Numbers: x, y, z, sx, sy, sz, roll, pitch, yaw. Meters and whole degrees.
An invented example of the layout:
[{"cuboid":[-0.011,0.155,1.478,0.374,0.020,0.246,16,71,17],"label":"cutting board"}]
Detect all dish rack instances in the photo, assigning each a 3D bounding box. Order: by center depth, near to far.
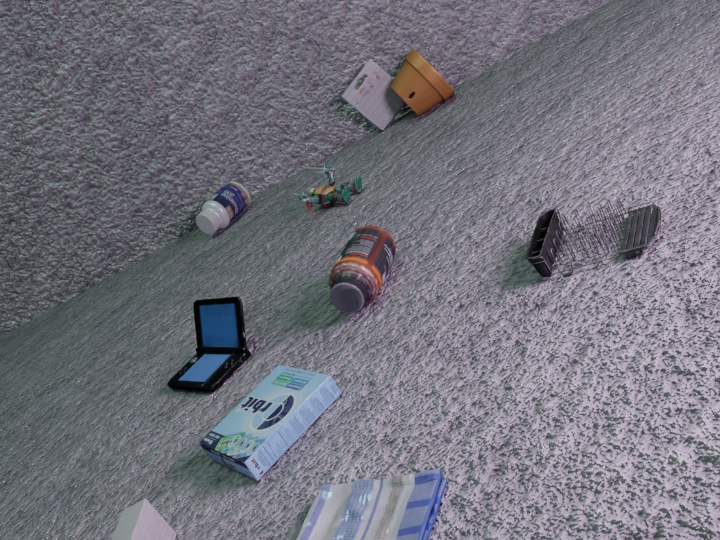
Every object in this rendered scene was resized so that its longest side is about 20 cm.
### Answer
[{"cuboid":[0.375,-0.062,1.211,0.199,0.055,0.154,-17,27,34],"label":"dish rack"}]

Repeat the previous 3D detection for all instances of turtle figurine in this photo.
[{"cuboid":[-0.100,-0.233,2.179,0.199,0.101,0.150,5,54,34],"label":"turtle figurine"}]

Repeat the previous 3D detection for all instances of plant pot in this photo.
[{"cuboid":[0.193,-0.609,2.500,0.140,0.200,0.200,-45,19,12],"label":"plant pot"}]

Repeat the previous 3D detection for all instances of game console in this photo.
[{"cuboid":[-0.335,0.158,1.618,0.199,0.117,0.176,-7,32,49],"label":"game console"}]

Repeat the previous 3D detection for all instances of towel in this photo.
[{"cuboid":[0.004,0.314,0.939,0.199,0.024,0.147,-17,26,33],"label":"towel"}]

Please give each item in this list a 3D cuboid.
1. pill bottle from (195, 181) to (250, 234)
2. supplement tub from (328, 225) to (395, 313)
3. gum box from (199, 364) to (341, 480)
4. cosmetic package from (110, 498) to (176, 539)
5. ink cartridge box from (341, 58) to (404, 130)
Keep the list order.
[{"cuboid":[-0.483,-0.216,2.645,0.111,0.111,0.200,-12,29,41],"label":"pill bottle"},{"cuboid":[0.000,0.000,1.518,0.106,0.107,0.200,-20,24,28],"label":"supplement tub"},{"cuboid":[-0.152,0.248,1.269,0.200,0.045,0.169,-43,24,-28],"label":"gum box"},{"cuboid":[-0.320,0.425,1.062,0.050,0.083,0.200,-30,21,12],"label":"cosmetic package"},{"cuboid":[0.050,-0.598,2.574,0.162,0.200,0.050,-50,28,10],"label":"ink cartridge box"}]
